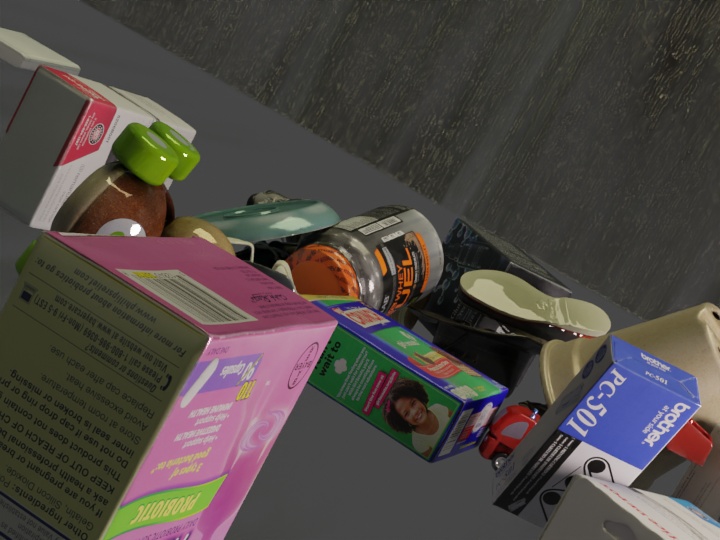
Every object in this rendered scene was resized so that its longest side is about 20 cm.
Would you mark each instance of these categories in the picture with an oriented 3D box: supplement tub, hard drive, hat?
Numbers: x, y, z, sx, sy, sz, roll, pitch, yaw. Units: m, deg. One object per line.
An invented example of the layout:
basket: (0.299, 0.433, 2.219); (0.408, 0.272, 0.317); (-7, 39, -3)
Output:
supplement tub: (0.000, 0.000, 1.809); (0.122, 0.123, 0.200); (32, 28, 22)
hard drive: (-0.550, -0.356, 2.542); (0.132, 0.027, 0.200); (31, 9, 12)
hat: (0.141, 0.106, 1.877); (0.200, 0.081, 0.201); (18, -4, 1)

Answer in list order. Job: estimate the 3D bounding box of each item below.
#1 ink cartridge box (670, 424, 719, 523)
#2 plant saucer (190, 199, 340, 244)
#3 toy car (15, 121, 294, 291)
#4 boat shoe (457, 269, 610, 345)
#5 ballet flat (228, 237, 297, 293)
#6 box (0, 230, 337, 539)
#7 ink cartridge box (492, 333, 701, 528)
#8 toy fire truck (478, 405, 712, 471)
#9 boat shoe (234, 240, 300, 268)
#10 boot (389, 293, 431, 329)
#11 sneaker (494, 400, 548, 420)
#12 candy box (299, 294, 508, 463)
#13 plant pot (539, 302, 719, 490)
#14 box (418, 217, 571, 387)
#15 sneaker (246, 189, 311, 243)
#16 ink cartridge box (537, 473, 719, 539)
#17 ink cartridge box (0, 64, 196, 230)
ink cartridge box: (0.414, 0.274, 1.550); (0.147, 0.145, 0.200); (25, 10, -23)
plant saucer: (-0.123, -0.055, 1.795); (0.200, 0.027, 0.200); (-8, 7, 1)
toy car: (-0.165, -0.005, 1.382); (0.200, 0.164, 0.158); (41, 9, 1)
boat shoe: (0.205, 0.056, 1.923); (0.200, 0.063, 0.071); (17, 45, -15)
ballet flat: (-0.120, 0.009, 1.648); (0.200, 0.072, 0.068); (28, 8, -3)
box: (-0.121, 0.090, 0.780); (0.097, 0.200, 0.176); (31, 9, 15)
ink cartridge box: (0.210, 0.155, 1.427); (0.094, 0.200, 0.044); (27, 33, -13)
toy fire truck: (0.235, 0.174, 1.582); (0.200, 0.141, 0.049); (30, 9, 7)
boat shoe: (-0.108, -0.008, 1.819); (0.076, 0.060, 0.200); (31, 9, 14)
boot: (0.014, 0.013, 2.042); (0.155, 0.072, 0.200); (29, 4, 3)
sneaker: (0.202, 0.167, 1.751); (0.076, 0.070, 0.200); (29, 8, 13)
candy box: (0.029, 0.102, 1.566); (0.200, 0.077, 0.169); (30, 9, 17)
plant pot: (0.321, 0.130, 1.691); (0.200, 0.183, 0.201); (45, 29, -33)
box: (0.169, 0.040, 2.113); (0.107, 0.149, 0.200); (25, 9, -24)
sneaker: (-0.114, -0.073, 2.176); (0.115, 0.075, 0.200); (26, -2, 13)
ink cartridge box: (0.271, 0.260, 1.387); (0.200, 0.084, 0.145); (20, 12, -46)
ink cartridge box: (-0.277, -0.114, 1.628); (0.083, 0.145, 0.200); (31, 9, 25)
